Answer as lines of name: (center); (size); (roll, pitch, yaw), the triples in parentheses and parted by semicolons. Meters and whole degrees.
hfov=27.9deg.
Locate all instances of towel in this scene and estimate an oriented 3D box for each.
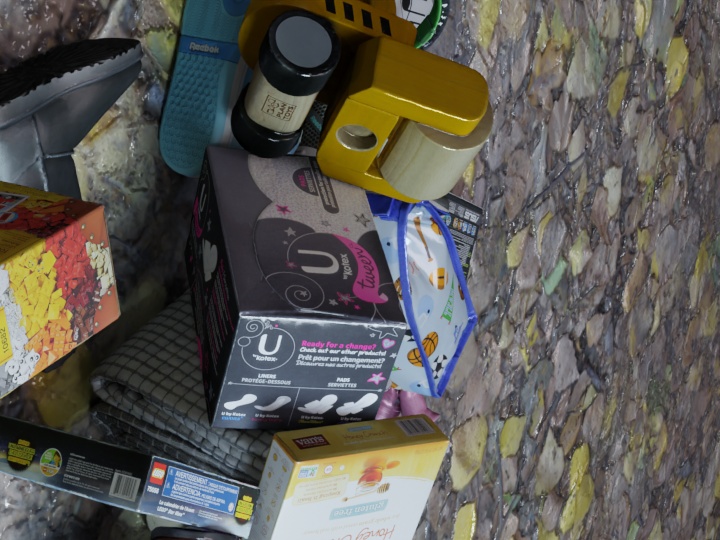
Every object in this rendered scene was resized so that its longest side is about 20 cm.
towel: (-0.094, 0.101, 1.158); (0.165, 0.198, 0.087); (-40, 146, -45)

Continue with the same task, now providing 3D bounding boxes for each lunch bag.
lunch bag: (0.000, 0.000, 1.308); (0.125, 0.168, 0.201); (-63, 146, -34)

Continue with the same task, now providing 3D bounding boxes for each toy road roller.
toy road roller: (0.004, -0.156, 1.101); (0.123, 0.197, 0.148); (126, -18, -58)

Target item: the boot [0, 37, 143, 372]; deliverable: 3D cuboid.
boot: (-0.207, -0.050, 1.045); (0.164, 0.065, 0.203); (-33, 125, -39)

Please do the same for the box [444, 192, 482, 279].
box: (0.052, -0.010, 1.515); (0.199, 0.044, 0.163); (17, 86, -59)

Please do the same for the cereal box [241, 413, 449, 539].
cereal box: (-0.024, 0.205, 1.087); (0.142, 0.040, 0.202); (-4, 123, -37)

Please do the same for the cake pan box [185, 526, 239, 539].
cake pan box: (-0.107, 0.339, 1.227); (0.186, 0.051, 0.202); (93, -14, -46)

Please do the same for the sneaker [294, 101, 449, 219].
sneaker: (0.015, -0.102, 1.364); (0.199, 0.077, 0.093); (22, 69, -42)

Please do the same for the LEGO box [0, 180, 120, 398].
LEGO box: (-0.264, 0.006, 0.843); (0.149, 0.198, 0.078); (-38, 132, -48)

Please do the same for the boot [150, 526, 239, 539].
boot: (-0.132, 0.292, 1.001); (0.189, 0.067, 0.202); (120, -22, -56)

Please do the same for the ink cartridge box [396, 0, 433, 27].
ink cartridge box: (0.016, -0.281, 1.359); (0.094, 0.044, 0.201); (-56, 143, -35)

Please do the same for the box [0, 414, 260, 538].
box: (-0.187, 0.139, 1.016); (0.137, 0.198, 0.040); (33, 70, -58)

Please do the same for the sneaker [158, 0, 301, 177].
sneaker: (-0.088, -0.169, 1.195); (0.130, 0.079, 0.203); (11, 100, -57)

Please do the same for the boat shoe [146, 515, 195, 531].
boat shoe: (-0.121, 0.222, 1.292); (0.199, 0.071, 0.060); (35, 29, -44)

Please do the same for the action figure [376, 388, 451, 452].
action figure: (0.010, 0.124, 1.406); (0.148, 0.134, 0.201); (20, 111, -36)

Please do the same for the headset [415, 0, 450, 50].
headset: (-0.009, -0.242, 1.259); (0.198, 0.124, 0.095); (25, 34, -29)

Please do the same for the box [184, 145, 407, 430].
box: (-0.054, 0.011, 1.099); (0.201, 0.130, 0.116); (-106, -154, -47)

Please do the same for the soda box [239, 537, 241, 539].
soda box: (-0.086, 0.178, 1.198); (0.070, 0.200, 0.064); (-37, 139, -5)
